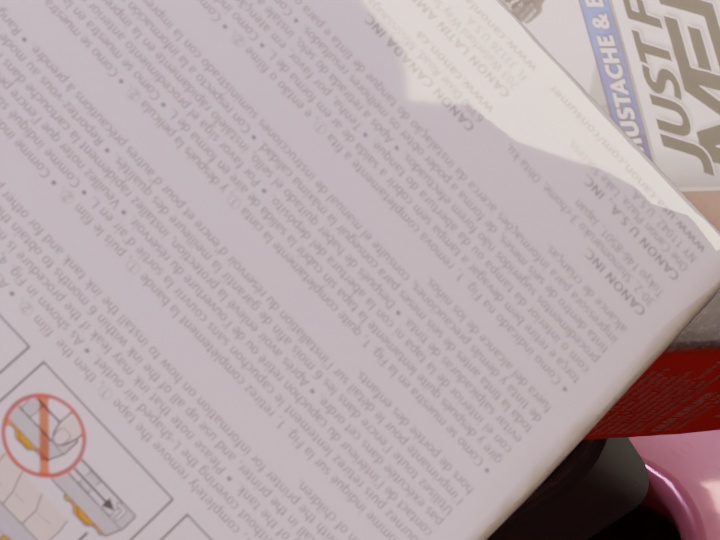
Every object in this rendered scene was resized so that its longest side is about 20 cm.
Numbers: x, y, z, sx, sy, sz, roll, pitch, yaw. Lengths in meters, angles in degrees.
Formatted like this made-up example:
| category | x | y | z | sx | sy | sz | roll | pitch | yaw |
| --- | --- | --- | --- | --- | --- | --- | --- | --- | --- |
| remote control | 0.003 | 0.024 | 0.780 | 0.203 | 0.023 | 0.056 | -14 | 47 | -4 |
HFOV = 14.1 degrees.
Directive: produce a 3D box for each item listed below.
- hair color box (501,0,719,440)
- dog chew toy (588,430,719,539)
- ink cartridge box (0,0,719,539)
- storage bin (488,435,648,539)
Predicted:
| category | x | y | z | sx | sy | sz | roll | pitch | yaw |
| --- | --- | --- | --- | --- | --- | --- | --- | --- | --- |
| hair color box | 0.028 | -0.020 | 0.647 | 0.064 | 0.200 | 0.111 | -44 | -126 | 57 |
| dog chew toy | 0.096 | 0.120 | 0.894 | 0.125 | 0.125 | 0.200 | 50 | -1 | 31 |
| ink cartridge box | -0.046 | 0.006 | 0.541 | 0.162 | 0.200 | 0.050 | 47 | -27 | 0 |
| storage bin | 0.000 | 0.000 | 0.778 | 0.200 | 0.146 | 0.134 | 59 | 9 | 22 |
